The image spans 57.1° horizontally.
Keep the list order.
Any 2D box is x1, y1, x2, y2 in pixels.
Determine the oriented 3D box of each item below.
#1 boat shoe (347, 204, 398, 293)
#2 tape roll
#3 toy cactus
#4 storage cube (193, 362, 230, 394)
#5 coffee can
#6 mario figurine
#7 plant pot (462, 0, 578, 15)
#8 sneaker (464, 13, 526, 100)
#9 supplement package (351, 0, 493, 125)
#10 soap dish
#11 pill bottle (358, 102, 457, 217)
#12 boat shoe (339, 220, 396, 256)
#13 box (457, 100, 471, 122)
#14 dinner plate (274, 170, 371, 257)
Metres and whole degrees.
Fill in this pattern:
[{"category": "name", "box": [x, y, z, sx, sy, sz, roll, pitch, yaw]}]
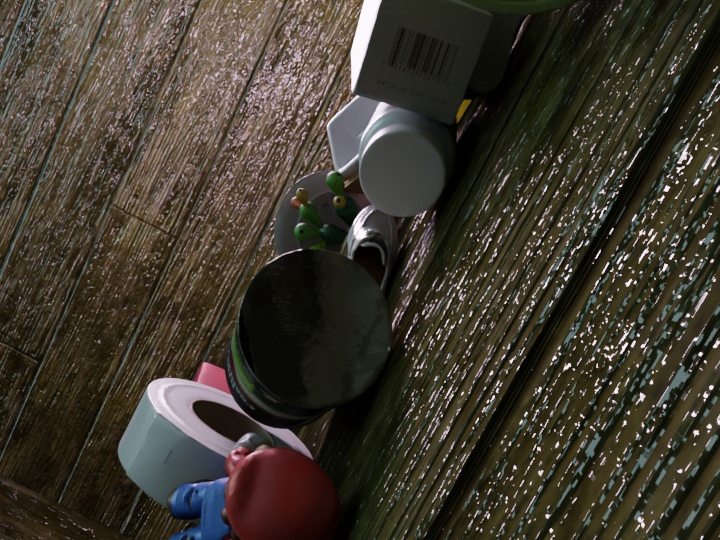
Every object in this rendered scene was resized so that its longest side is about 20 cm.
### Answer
[{"category": "boat shoe", "box": [0.014, -0.017, 0.831, 0.070, 0.070, 0.202, 122, 170, -51]}, {"category": "tape roll", "box": [-0.151, 0.194, 0.706, 0.072, 0.200, 0.202, -61, 5, 1]}, {"category": "toy cactus", "box": [-0.036, -0.052, 1.039, 0.102, 0.163, 0.204, 17, 103, 56]}, {"category": "storage cube", "box": [-0.233, 0.294, 1.129, 0.173, 0.198, 0.180, -61, 12, 8]}, {"category": "coffee can", "box": [-0.062, 0.079, 0.685, 0.148, 0.145, 0.200, -65, 5, -23]}, {"category": "mario figurine", "box": [-0.078, 0.198, 0.523, 0.105, 0.125, 0.199, -23, -5, -45]}, {"category": "plant pot", "box": [0.147, -0.318, 0.506, 0.190, 0.199, 0.201, -48, -9, -52]}, {"category": "sneaker", "box": [0.154, -0.294, 0.783, 0.099, 0.070, 0.203, 179, 113, -79]}, {"category": "supplement package", "box": [0.058, -0.261, 0.740, 0.201, 0.115, 0.119, -91, 18, -60]}, {"category": "soap dish", "box": [0.040, -0.232, 1.082, 0.199, 0.081, 0.159, -36, 44, 25]}, {"category": "pill bottle", "box": [0.058, -0.145, 0.781, 0.114, 0.112, 0.201, -60, 6, 27]}, {"category": "boat shoe", "box": [0.000, 0.000, 0.988, 0.067, 0.072, 0.201, 21, 75, 52]}, {"category": "box", "box": [0.142, -0.295, 0.973, 0.070, 0.064, 0.201, -58, 7, 42]}, {"category": "dinner plate", "box": [-0.047, -0.063, 1.095, 0.024, 0.199, 0.202, 8, 69, 60]}]
